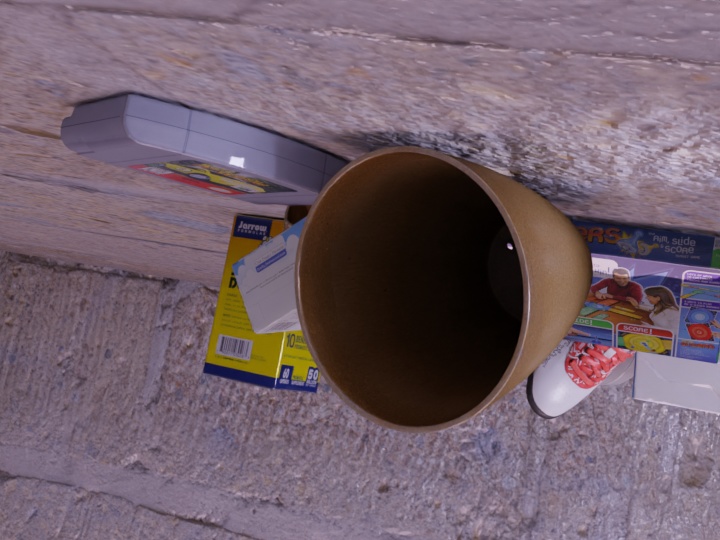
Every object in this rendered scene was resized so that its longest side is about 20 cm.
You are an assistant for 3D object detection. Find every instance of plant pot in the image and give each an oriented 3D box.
[{"bbox_3d":[0.086,0.004,0.726,0.186,0.187,0.200,6,-171,37],"label":"plant pot"}]

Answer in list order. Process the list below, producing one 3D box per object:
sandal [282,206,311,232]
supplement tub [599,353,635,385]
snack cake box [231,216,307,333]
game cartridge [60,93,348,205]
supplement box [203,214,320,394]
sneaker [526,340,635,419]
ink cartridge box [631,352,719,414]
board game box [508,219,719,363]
[{"bbox_3d":[-0.038,-0.047,0.948,0.077,0.070,0.212,-17,165,-23],"label":"sandal"},{"bbox_3d":[0.237,0.064,1.206,0.199,0.133,0.132,13,174,-32],"label":"supplement tub"},{"bbox_3d":[0.000,0.000,0.888,0.115,0.067,0.200,-31,162,33],"label":"snack cake box"},{"bbox_3d":[-0.109,-0.085,0.756,0.199,0.041,0.133,14,170,-37],"label":"game cartridge"},{"bbox_3d":[-0.105,0.043,1.240,0.109,0.201,0.109,9,175,27],"label":"supplement box"},{"bbox_3d":[0.262,0.073,1.051,0.067,0.201,0.108,48,162,-7],"label":"sneaker"},{"bbox_3d":[0.388,0.078,1.140,0.116,0.068,0.200,8,-151,24],"label":"ink cartridge box"},{"bbox_3d":[0.218,0.016,0.878,0.199,0.035,0.136,9,144,19],"label":"board game box"}]
